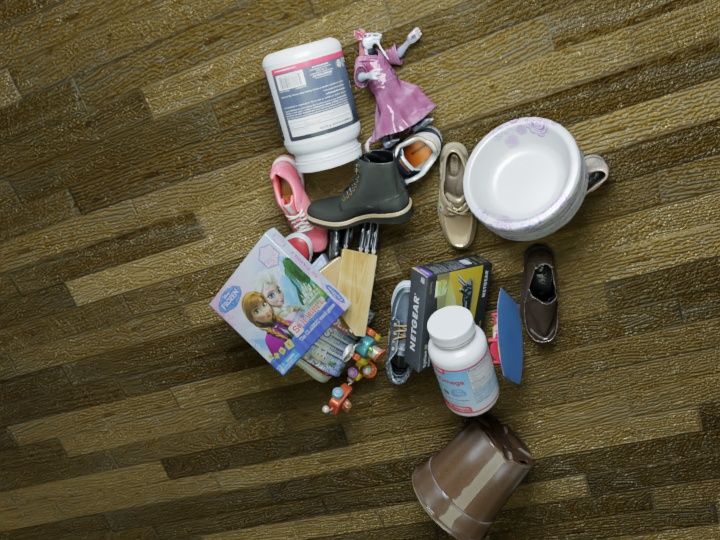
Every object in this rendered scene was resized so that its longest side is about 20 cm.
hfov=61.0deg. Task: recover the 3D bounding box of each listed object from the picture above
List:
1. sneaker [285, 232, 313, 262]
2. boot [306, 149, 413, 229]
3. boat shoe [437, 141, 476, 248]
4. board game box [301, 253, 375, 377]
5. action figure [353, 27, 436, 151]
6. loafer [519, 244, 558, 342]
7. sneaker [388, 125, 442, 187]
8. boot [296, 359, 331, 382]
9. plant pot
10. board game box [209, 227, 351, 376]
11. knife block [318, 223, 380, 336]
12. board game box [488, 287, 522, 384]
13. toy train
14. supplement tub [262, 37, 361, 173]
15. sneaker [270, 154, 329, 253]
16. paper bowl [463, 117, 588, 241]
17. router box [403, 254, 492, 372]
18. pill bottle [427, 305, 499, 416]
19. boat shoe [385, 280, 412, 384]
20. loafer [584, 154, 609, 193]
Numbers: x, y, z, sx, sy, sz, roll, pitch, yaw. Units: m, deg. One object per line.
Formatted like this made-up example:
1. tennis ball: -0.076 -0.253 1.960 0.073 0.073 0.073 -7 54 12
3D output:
1. sneaker: -0.168 0.015 1.191 0.071 0.113 0.200 40 130 -3
2. boot: -0.014 -0.150 1.081 0.198 0.078 0.139 -6 136 13
3. boat shoe: 0.173 -0.130 1.123 0.070 0.065 0.202 -6 111 12
4. board game box: -0.079 0.079 1.218 0.199 0.062 0.201 30 94 0
5. action figure: 0.043 -0.327 1.064 0.201 0.133 0.149 60 153 -3
6. loafer: 0.341 0.056 1.168 0.072 0.071 0.202 -7 111 12
7. sneaker: 0.063 -0.183 1.114 0.078 0.080 0.200 43 114 -12
8. boot: -0.109 0.129 1.282 0.199 0.073 0.145 33 113 -13
9. plant pot: 0.246 0.423 1.284 0.199 0.200 0.199 35 106 -6
10. board game box: -0.152 0.062 1.131 0.199 0.041 0.200 43 116 1
11. knife block: 0.000 0.000 1.165 0.175 0.064 0.201 -36 95 -11
12. board game box: 0.264 0.127 1.146 0.039 0.200 0.160 -6 71 26
13. toy train: -0.005 0.211 1.238 0.055 0.150 0.201 30 133 15
14. supplement tub: -0.079 -0.285 1.060 0.139 0.141 0.202 -10 111 14
15. sneaker: -0.126 -0.115 1.169 0.073 0.087 0.202 -18 109 18
16. paper bowl: 0.284 -0.149 1.044 0.199 0.104 0.203 -11 69 31
17. router box: 0.167 0.081 1.174 0.156 0.052 0.202 -12 117 -29
18. pill bottle: 0.186 0.165 1.121 0.108 0.109 0.201 -12 126 14
19. boat shoe: 0.091 0.127 1.231 0.070 0.091 0.202 5 113 7
20. loafer: 0.348 -0.135 1.091 0.199 0.063 0.072 -34 104 21
